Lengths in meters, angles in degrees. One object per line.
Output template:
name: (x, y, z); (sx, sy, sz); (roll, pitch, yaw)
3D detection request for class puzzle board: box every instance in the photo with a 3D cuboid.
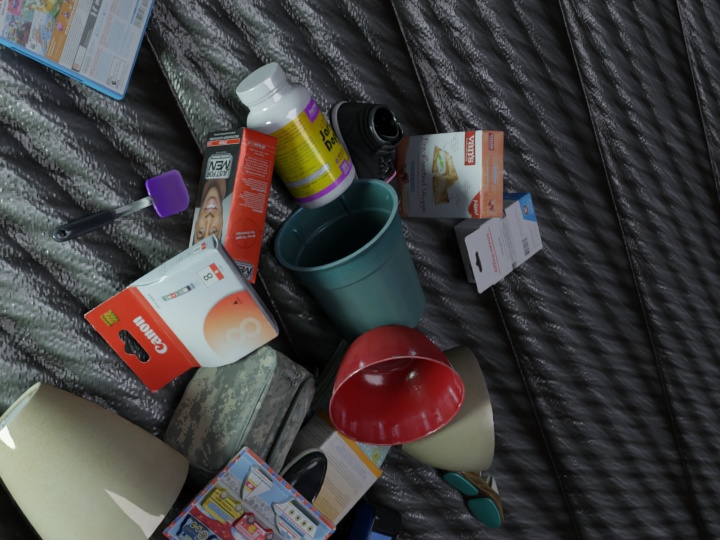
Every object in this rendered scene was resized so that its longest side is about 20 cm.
puzzle board: (-0.141, 0.345, 1.096); (0.151, 0.017, 0.200); (-44, 119, -6)

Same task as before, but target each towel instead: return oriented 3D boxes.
towel: (0.002, 0.221, 1.361); (0.200, 0.048, 0.172); (50, 63, -32)

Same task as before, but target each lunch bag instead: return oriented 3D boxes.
lunch bag: (-0.152, 0.203, 1.175); (0.168, 0.138, 0.202); (45, 65, -53)

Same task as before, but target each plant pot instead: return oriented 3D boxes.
plant pot: (0.000, 0.000, 1.259); (0.201, 0.199, 0.197); (-50, 130, -26)
plant pot: (-0.341, 0.234, 0.994); (0.200, 0.186, 0.188); (48, 63, -17)
plant pot: (0.119, 0.232, 1.337); (0.132, 0.200, 0.204); (-8, 100, -10)

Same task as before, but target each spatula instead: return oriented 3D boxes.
spatula: (-0.309, -0.077, 1.081); (0.199, 0.020, 0.057); (-28, 99, -34)

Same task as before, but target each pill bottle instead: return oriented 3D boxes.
pill bottle: (-0.096, -0.196, 1.203); (0.105, 0.103, 0.201); (-50, 123, -26)

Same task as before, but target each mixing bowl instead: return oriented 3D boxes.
mixing bowl: (0.045, 0.154, 1.216); (0.200, 0.199, 0.109); (37, 26, -36)

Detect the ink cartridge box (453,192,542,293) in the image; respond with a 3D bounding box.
ink cartridge box: (0.245, -0.053, 1.537); (0.199, 0.067, 0.118); (-32, 113, -35)

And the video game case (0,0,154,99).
video game case: (-0.361, -0.319, 1.019); (0.199, 0.018, 0.145); (23, 79, -40)

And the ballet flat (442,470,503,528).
ballet flat: (0.219, 0.405, 1.565); (0.200, 0.067, 0.073); (49, 44, -28)

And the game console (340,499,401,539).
game console: (0.014, 0.488, 1.347); (0.170, 0.117, 0.203); (29, 75, -38)

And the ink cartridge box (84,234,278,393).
ink cartridge box: (-0.229, 0.069, 1.075); (0.199, 0.050, 0.163); (-33, 124, -1)

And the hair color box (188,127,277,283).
hair color box: (-0.179, -0.088, 1.143); (0.061, 0.101, 0.203); (10, 86, -40)

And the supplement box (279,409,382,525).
supplement box: (-0.081, 0.331, 1.254); (0.200, 0.073, 0.127); (-45, 121, -13)

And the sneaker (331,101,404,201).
sneaker: (0.034, -0.181, 1.322); (0.071, 0.098, 0.201); (-47, 122, -30)

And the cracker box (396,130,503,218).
cracker box: (0.142, -0.154, 1.351); (0.057, 0.199, 0.136); (-4, 96, -40)

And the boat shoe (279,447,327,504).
boat shoe: (-0.101, 0.346, 1.161); (0.200, 0.066, 0.074); (-51, 123, -8)

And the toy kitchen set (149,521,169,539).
toy kitchen set: (-0.185, 0.444, 1.140); (0.198, 0.162, 0.184); (-1, 94, -41)
